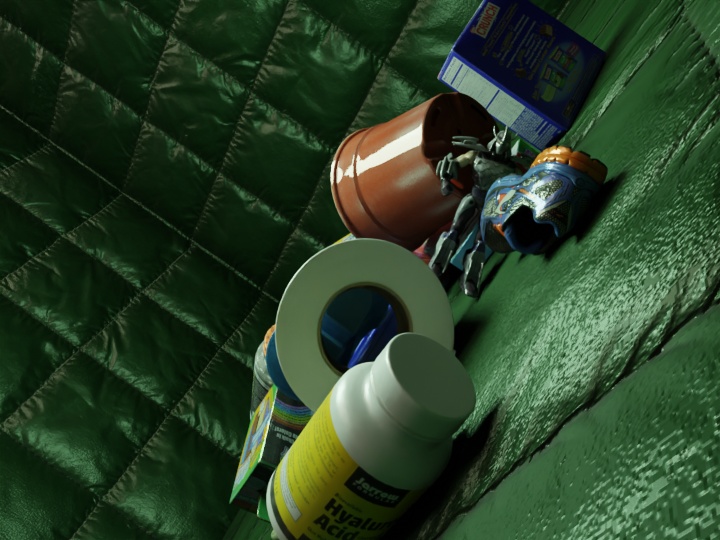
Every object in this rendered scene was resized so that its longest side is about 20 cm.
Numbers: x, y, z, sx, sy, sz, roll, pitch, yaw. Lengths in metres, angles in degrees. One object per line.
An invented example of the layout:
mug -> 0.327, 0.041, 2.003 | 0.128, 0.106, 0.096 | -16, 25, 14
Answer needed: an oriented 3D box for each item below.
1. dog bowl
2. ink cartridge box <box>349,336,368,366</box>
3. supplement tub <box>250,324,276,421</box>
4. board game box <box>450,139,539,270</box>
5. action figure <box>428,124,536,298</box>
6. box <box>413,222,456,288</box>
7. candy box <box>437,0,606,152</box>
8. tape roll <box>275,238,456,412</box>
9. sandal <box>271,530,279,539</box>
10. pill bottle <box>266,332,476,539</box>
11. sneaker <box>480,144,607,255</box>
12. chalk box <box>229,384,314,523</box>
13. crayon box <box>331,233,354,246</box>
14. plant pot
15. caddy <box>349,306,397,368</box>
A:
dog bowl -> -0.044, 0.074, 0.879 | 0.202, 0.111, 0.050 | -56, 5, -5
ink cartridge box -> 0.019, 0.131, 1.035 | 0.202, 0.098, 0.039 | -58, 1, -1
supplement tub -> -0.120, 0.188, 1.113 | 0.123, 0.120, 0.203 | -57, -16, -48
board game box -> 0.199, -0.096, 0.975 | 0.154, 0.040, 0.201 | -57, 1, 28
action figure -> 0.146, -0.077, 0.807 | 0.069, 0.128, 0.204 | -46, -25, -65
box -> 0.130, -0.071, 1.130 | 0.202, 0.094, 0.101 | -57, -31, -31
candy box -> 0.237, -0.301, 0.985 | 0.170, 0.198, 0.077 | -56, 1, -25
tape roll -> 0.002, 0.071, 0.785 | 0.205, 0.201, 0.139 | -56, 1, -5
sandal -> -0.098, 0.350, 1.112 | 0.202, 0.057, 0.080 | -58, 1, -33
pill bottle -> 0.008, 0.148, 0.553 | 0.201, 0.110, 0.112 | -57, 0, 32
sneaker -> 0.159, -0.051, 0.652 | 0.079, 0.074, 0.200 | -60, 0, -16
chalk box -> -0.107, 0.287, 0.980 | 0.125, 0.123, 0.202 | -55, 16, 38
crayon box -> 0.053, -0.052, 1.220 | 0.199, 0.117, 0.059 | -35, -59, -45
plant pot -> 0.089, -0.141, 0.945 | 0.194, 0.201, 0.202 | -21, 31, 56
caddy -> 0.016, 0.130, 0.944 | 0.202, 0.104, 0.141 | -57, 2, -7
